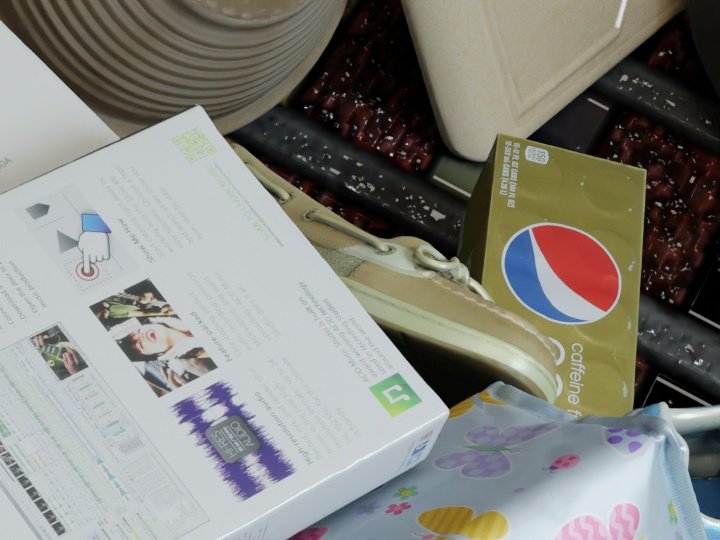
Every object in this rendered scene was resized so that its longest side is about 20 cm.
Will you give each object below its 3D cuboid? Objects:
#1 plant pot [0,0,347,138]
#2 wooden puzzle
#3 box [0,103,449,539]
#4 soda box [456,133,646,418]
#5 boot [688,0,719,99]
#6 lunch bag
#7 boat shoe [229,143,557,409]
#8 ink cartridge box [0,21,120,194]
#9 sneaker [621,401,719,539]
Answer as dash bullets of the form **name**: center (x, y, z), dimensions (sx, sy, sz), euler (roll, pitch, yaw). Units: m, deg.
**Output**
- **plant pot**: center (-0.068, -0.148, 1.043), dimensions (0.200, 0.093, 0.202), euler (-4, 97, -34)
- **wooden puzzle**: center (0.086, -0.172, 1.136), dimensions (0.200, 0.186, 0.037), euler (-36, 33, -30)
- **box**: center (-0.092, 0.041, 0.815), dimensions (0.200, 0.036, 0.144), euler (-26, 66, -32)
- **soda box**: center (0.070, 0.046, 1.027), dimensions (0.067, 0.064, 0.201), euler (13, 52, -7)
- **boot**: center (0.201, -0.098, 1.154), dimensions (0.075, 0.074, 0.201), euler (-4, 78, -32)
- **lunch bag**: center (0.045, 0.164, 0.867), dimensions (0.169, 0.201, 0.127), euler (-27, 22, -29)
- **boat shoe**: center (0.001, 0.001, 0.989), dimensions (0.200, 0.073, 0.063), euler (20, 67, 42)
- **ink cartridge box**: center (-0.128, 0.045, 0.917), dimensions (0.200, 0.147, 0.145), euler (44, 55, 16)
- **sneaker**: center (0.173, 0.084, 0.962), dimensions (0.199, 0.073, 0.072), euler (5, 52, -29)
